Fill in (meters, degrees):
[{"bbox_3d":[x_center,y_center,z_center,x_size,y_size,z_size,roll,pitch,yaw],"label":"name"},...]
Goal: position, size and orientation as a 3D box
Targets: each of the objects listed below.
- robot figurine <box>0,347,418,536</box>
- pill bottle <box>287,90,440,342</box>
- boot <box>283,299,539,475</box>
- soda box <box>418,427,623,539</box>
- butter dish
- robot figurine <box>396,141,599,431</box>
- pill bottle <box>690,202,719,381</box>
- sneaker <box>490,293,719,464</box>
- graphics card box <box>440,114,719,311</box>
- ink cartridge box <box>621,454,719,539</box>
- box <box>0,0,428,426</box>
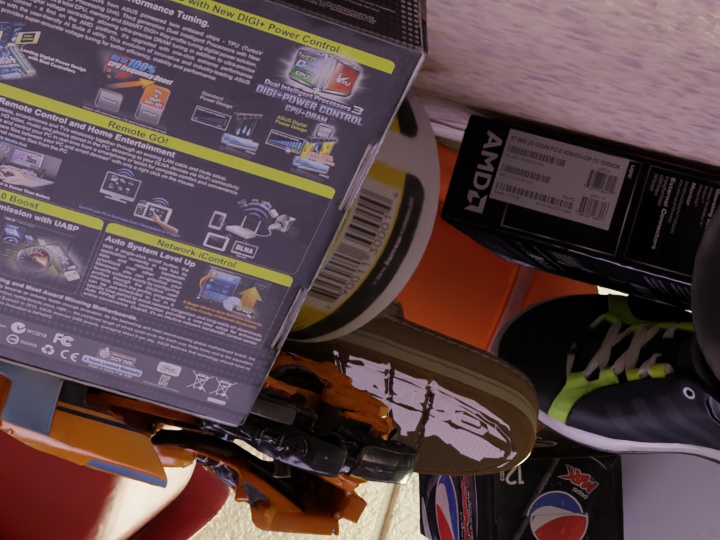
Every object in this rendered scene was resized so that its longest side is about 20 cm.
[{"bbox_3d":[-0.078,0.044,0.764,0.199,0.058,0.145,19,-174,-24],"label":"robot figurine"},{"bbox_3d":[-0.074,-0.049,0.765,0.114,0.115,0.200,14,175,45],"label":"pill bottle"},{"bbox_3d":[0.000,0.000,0.913,0.199,0.155,0.072,16,137,15],"label":"boot"},{"bbox_3d":[0.078,0.117,1.084,0.070,0.064,0.200,-2,-179,-8],"label":"soda box"},{"bbox_3d":[-0.149,0.046,1.052,0.200,0.148,0.199,37,-156,8],"label":"butter dish"},{"bbox_3d":[0.033,0.013,1.038,0.199,0.144,0.117,24,-176,-1],"label":"robot figurine"},{"bbox_3d":[0.190,0.024,0.669,0.112,0.112,0.200,14,176,41],"label":"pill bottle"},{"bbox_3d":[0.140,0.037,0.862,0.199,0.072,0.083,14,152,30],"label":"sneaker"},{"bbox_3d":[0.144,-0.010,0.887,0.199,0.051,0.125,15,177,19],"label":"graphics card box"},{"bbox_3d":[0.224,0.115,1.119,0.144,0.148,0.200,17,-154,24],"label":"ink cartridge box"},{"bbox_3d":[-0.100,-0.046,0.634,0.199,0.161,0.044,17,-144,-13],"label":"box"}]
